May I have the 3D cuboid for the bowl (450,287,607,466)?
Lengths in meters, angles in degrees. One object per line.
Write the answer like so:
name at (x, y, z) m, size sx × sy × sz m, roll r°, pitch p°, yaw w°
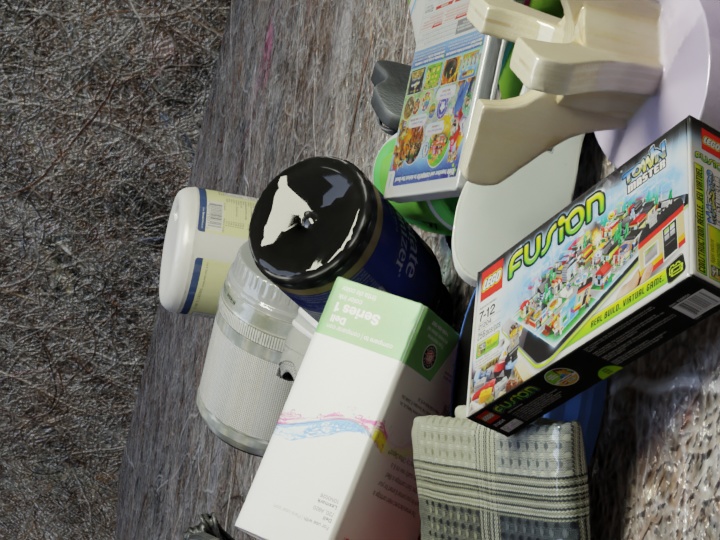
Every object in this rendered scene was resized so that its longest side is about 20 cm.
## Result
bowl at (0.111, 0.076, 1.066) m, size 0.200 × 0.039 × 0.203 m, roll -171°, pitch 90°, yaw -74°

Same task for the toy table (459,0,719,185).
toy table at (0.139, -0.133, 0.946) m, size 0.200 × 0.116 × 0.186 m, roll -137°, pitch 58°, yaw -75°

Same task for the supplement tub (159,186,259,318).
supplement tub at (-0.123, -0.011, 1.775) m, size 0.145 × 0.198 × 0.146 m, roll -170°, pitch 90°, yaw -76°

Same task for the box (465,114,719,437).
box at (0.136, 0.008, 0.894) m, size 0.200 × 0.035 × 0.111 m, roll -40°, pitch 34°, yaw 46°

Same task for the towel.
towel at (0.093, 0.187, 0.990) m, size 0.200 × 0.034 × 0.195 m, roll 174°, pitch 92°, yaw -64°

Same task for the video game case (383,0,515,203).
video game case at (0.069, -0.152, 1.142) m, size 0.143 × 0.018 × 0.202 m, roll 180°, pitch 103°, yaw -69°

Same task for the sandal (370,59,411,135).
sandal at (0.045, -0.155, 1.463) m, size 0.200 × 0.075 × 0.043 m, roll -88°, pitch 13°, yaw -72°

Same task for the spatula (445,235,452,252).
spatula at (0.093, 0.010, 1.240) m, size 0.200 × 0.020 × 0.057 m, roll -107°, pitch 30°, yaw -63°

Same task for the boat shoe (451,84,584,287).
boat shoe at (0.116, -0.067, 1.057) m, size 0.201 × 0.070 × 0.064 m, roll -63°, pitch -4°, yaw -24°

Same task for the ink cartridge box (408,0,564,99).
ink cartridge box at (0.102, -0.214, 1.240) m, size 0.201 × 0.075 × 0.149 m, roll -95°, pitch 19°, yaw -47°

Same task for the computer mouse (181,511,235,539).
computer mouse at (-0.048, 0.234, 1.162) m, size 0.199 × 0.140 × 0.046 m, roll 22°, pitch 76°, yaw 52°

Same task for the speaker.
speaker at (0.069, -0.076, 1.263) m, size 0.200 × 0.088 × 0.089 m, roll -161°, pitch 80°, yaw -76°

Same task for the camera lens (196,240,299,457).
camera lens at (-0.079, 0.084, 1.613) m, size 0.160 × 0.158 × 0.202 m, roll -108°, pitch 30°, yaw -63°

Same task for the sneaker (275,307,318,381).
sneaker at (-0.008, 0.108, 1.344) m, size 0.082 × 0.074 × 0.200 m, roll -59°, pitch 36°, yaw 8°

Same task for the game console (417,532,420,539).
game console at (0.057, 0.285, 1.214) m, size 0.173 × 0.118 × 0.201 m, roll 66°, pitch -161°, yaw -51°

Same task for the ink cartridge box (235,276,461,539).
ink cartridge box at (0.005, 0.128, 1.155) m, size 0.145 × 0.083 × 0.201 m, roll 39°, pitch -109°, yaw -60°

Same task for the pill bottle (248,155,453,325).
pill bottle at (0.000, 0.000, 1.262) m, size 0.200 × 0.111 × 0.113 m, roll 44°, pitch -137°, yaw -53°
